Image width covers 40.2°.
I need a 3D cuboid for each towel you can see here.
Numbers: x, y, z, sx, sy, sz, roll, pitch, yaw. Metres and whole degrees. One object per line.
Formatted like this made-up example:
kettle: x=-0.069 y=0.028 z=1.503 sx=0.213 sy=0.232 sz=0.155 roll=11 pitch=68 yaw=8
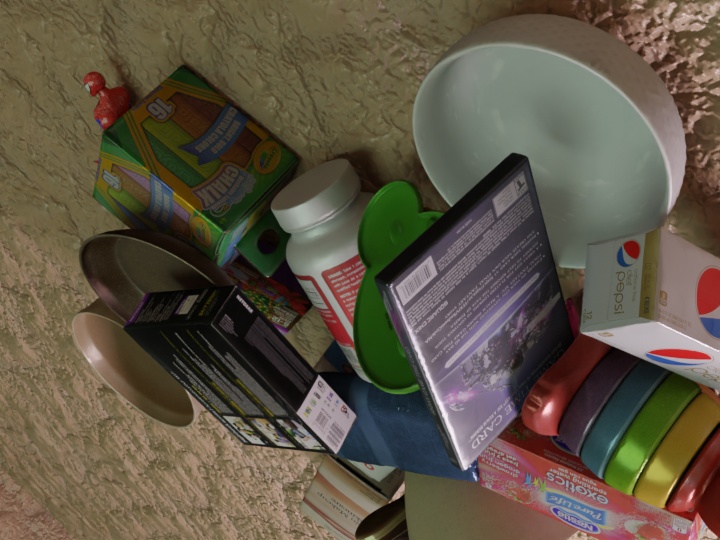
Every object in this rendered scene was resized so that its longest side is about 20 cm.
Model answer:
towel: x=0.032 y=0.151 z=0.995 sx=0.199 sy=0.049 sz=0.112 roll=2 pitch=129 yaw=41

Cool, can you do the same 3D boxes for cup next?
cup: x=0.126 y=0.243 z=1.055 sx=0.144 sy=0.200 sz=0.200 roll=62 pitch=148 yaw=9

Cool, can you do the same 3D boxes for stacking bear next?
stacking bear: x=0.240 y=0.134 z=0.757 sx=0.200 sy=0.122 sz=0.114 roll=36 pitch=163 yaw=26

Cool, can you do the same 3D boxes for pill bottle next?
pill bottle: x=0.000 y=0.000 z=0.938 sx=0.112 sy=0.112 sz=0.201 roll=-4 pitch=124 yaw=47

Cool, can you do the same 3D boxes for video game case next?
video game case: x=0.092 y=0.035 z=0.716 sx=0.019 sy=0.143 sz=0.201 roll=27 pitch=150 yaw=43

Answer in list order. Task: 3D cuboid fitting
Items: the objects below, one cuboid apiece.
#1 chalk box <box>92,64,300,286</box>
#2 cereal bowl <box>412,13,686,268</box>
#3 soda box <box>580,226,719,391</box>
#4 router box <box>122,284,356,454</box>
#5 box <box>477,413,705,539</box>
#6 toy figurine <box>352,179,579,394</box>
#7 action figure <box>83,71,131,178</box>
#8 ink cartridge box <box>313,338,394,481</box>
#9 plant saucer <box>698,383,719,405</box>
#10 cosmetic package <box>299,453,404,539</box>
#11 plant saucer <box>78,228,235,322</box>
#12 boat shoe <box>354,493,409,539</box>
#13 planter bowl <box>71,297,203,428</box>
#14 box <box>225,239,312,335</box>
chalk box: x=-0.150 y=-0.079 z=0.989 sx=0.200 sy=0.125 sz=0.124 roll=38 pitch=147 yaw=2
cereal bowl: x=0.142 y=-0.100 z=0.707 sx=0.199 sy=0.083 sz=0.201 roll=27 pitch=146 yaw=19
soda box: x=0.246 y=0.037 z=0.698 sx=0.199 sy=0.069 sz=0.064 roll=22 pitch=158 yaw=-32
router box: x=-0.118 y=0.100 z=0.968 sx=0.149 sy=0.051 sz=0.200 roll=-5 pitch=134 yaw=44
box: x=0.211 y=0.169 z=0.872 sx=0.199 sy=0.100 sz=0.096 roll=20 pitch=142 yaw=27
toy figurine: x=0.103 y=0.030 z=0.850 sx=0.183 sy=0.201 sz=0.150 roll=20 pitch=127 yaw=-35
action figure: x=-0.263 y=-0.134 z=1.089 sx=0.051 sy=0.066 sz=0.201 roll=4 pitch=136 yaw=14
ink cartridge box: x=0.017 y=0.137 z=1.106 sx=0.144 sy=0.084 sz=0.200 roll=39 pitch=145 yaw=2
plant saucer: x=0.262 y=0.157 z=0.931 sx=0.199 sy=0.037 sz=0.201 roll=26 pitch=144 yaw=21
cosmetic package: x=-0.004 y=0.275 z=1.287 sx=0.103 sy=0.087 sz=0.200 roll=33 pitch=146 yaw=9
plant saucer: x=-0.189 y=0.021 z=0.995 sx=0.199 sy=0.037 sz=0.201 roll=21 pitch=147 yaw=14
boat shoe: x=0.065 y=0.299 z=1.151 sx=0.072 sy=0.200 sz=0.072 roll=-28 pitch=81 yaw=25
planter bowl: x=-0.250 y=0.086 z=1.268 sx=0.200 sy=0.135 sz=0.201 roll=27 pitch=145 yaw=21
box: x=-0.152 y=0.001 z=1.117 sx=0.199 sy=0.039 sz=0.137 roll=29 pitch=149 yaw=-9
